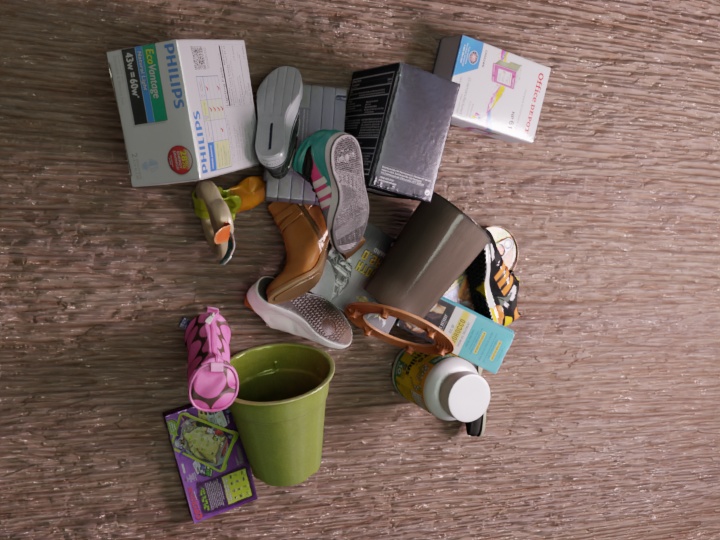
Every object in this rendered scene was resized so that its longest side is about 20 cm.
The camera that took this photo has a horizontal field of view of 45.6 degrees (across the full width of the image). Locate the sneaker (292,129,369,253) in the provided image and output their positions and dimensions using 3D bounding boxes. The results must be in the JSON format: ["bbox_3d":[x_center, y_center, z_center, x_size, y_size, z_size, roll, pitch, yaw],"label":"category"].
[{"bbox_3d":[-0.053,-0.135,1.361,0.083,0.121,0.201,-19,123,-28],"label":"sneaker"}]

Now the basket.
[{"bbox_3d":[0.109,-0.013,1.469,0.136,0.180,0.200,38,91,18],"label":"basket"}]

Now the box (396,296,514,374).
[{"bbox_3d":[0.172,0.104,1.551,0.199,0.049,0.083,26,96,5],"label":"box"}]

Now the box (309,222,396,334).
[{"bbox_3d":[0.000,0.000,1.524,0.199,0.048,0.159,31,84,-24],"label":"box"}]

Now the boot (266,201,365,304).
[{"bbox_3d":[-0.110,-0.052,1.425,0.200,0.077,0.155,-39,76,-8],"label":"boot"}]

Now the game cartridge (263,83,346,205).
[{"bbox_3d":[-0.092,-0.210,1.423,0.129,0.038,0.202,4,81,-2],"label":"game cartridge"}]

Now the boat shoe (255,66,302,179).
[{"bbox_3d":[-0.133,-0.236,1.373,0.072,0.071,0.201,5,60,7],"label":"boat shoe"}]

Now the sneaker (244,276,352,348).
[{"bbox_3d":[-0.108,0.078,1.474,0.199,0.085,0.073,32,55,-19],"label":"sneaker"}]

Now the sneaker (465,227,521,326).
[{"bbox_3d":[0.252,0.010,1.589,0.090,0.070,0.201,-18,109,-25],"label":"sneaker"}]

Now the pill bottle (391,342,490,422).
[{"bbox_3d":[0.145,0.202,1.534,0.112,0.200,0.114,-4,100,-23],"label":"pill bottle"}]

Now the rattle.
[{"bbox_3d":[-0.183,-0.081,1.349,0.142,0.200,0.131,-1,98,-23],"label":"rattle"}]

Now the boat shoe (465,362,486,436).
[{"bbox_3d":[0.202,0.221,1.635,0.063,0.074,0.203,-8,100,-13],"label":"boat shoe"}]

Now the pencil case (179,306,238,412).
[{"bbox_3d":[-0.238,0.138,1.359,0.090,0.200,0.094,17,107,-21],"label":"pencil case"}]

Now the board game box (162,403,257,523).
[{"bbox_3d":[-0.257,0.320,1.472,0.119,0.032,0.201,-17,104,-25],"label":"board game box"}]

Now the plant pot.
[{"bbox_3d":[-0.135,0.252,1.443,0.199,0.200,0.191,-13,114,-21],"label":"plant pot"}]

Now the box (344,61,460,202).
[{"bbox_3d":[0.052,-0.227,1.430,0.123,0.200,0.200,12,93,-24],"label":"box"}]

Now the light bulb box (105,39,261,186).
[{"bbox_3d":[-0.255,-0.239,1.281,0.124,0.200,0.200,-3,102,22],"label":"light bulb box"}]

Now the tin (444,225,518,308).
[{"bbox_3d":[0.210,-0.006,1.621,0.199,0.042,0.112,-35,114,-14],"label":"tin"}]

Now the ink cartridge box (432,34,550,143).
[{"bbox_3d":[0.232,-0.326,1.557,0.199,0.085,0.146,12,93,-26],"label":"ink cartridge box"}]

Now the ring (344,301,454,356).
[{"bbox_3d":[0.064,0.105,1.460,0.200,0.200,0.019,31,69,-24],"label":"ring"}]
